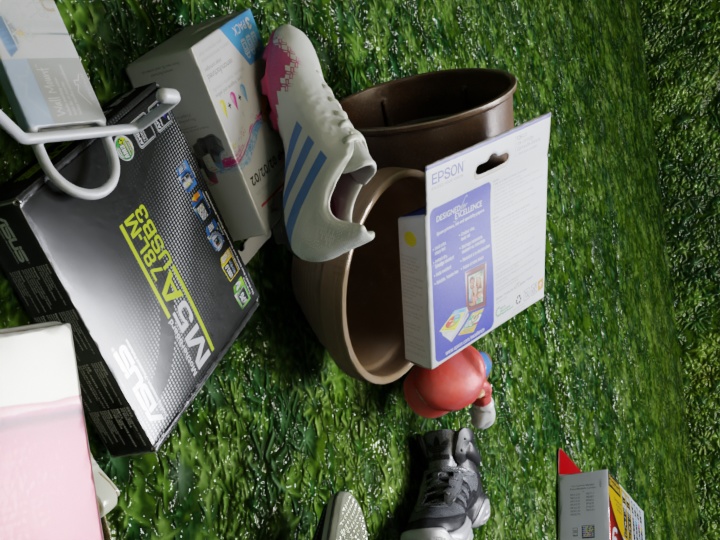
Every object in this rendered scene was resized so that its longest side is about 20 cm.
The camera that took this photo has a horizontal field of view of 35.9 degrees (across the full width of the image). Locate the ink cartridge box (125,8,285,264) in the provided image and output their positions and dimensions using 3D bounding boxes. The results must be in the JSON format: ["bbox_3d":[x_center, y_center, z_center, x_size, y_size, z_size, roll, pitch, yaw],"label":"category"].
[{"bbox_3d":[-0.104,-0.099,0.919,0.201,0.068,0.115,70,27,-22],"label":"ink cartridge box"}]

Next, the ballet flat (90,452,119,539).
[{"bbox_3d":[-0.172,0.165,0.680,0.071,0.070,0.201,-22,100,-64],"label":"ballet flat"}]

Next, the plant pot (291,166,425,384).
[{"bbox_3d":[0.000,0.000,1.041,0.201,0.092,0.202,-24,119,-54],"label":"plant pot"}]

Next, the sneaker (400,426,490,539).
[{"bbox_3d":[0.083,0.229,1.186,0.200,0.075,0.114,0,80,-70],"label":"sneaker"}]

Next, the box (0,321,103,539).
[{"bbox_3d":[-0.207,0.135,0.544,0.109,0.127,0.201,-6,86,-64],"label":"box"}]

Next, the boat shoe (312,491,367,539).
[{"bbox_3d":[-0.038,0.278,0.919,0.075,0.062,0.201,51,42,-48],"label":"boat shoe"}]

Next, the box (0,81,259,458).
[{"bbox_3d":[-0.160,-0.006,0.791,0.201,0.047,0.193,67,26,-23],"label":"box"}]

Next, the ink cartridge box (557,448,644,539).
[{"bbox_3d":[0.374,0.385,1.721,0.200,0.084,0.176,46,41,-49],"label":"ink cartridge box"}]

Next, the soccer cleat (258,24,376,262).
[{"bbox_3d":[-0.028,-0.107,0.899,0.070,0.086,0.201,14,68,-63],"label":"soccer cleat"}]

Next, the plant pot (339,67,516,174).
[{"bbox_3d":[0.081,-0.090,1.176,0.200,0.199,0.199,-54,136,-57],"label":"plant pot"}]

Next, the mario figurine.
[{"bbox_3d":[0.085,0.121,1.207,0.200,0.123,0.107,-12,106,-77],"label":"mario figurine"}]

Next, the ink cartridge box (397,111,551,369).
[{"bbox_3d":[0.111,-0.034,1.063,0.197,0.047,0.201,-26,121,-42],"label":"ink cartridge box"}]

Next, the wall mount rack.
[{"bbox_3d":[-0.203,-0.144,0.681,0.174,0.074,0.201,-17,81,-56],"label":"wall mount rack"}]
